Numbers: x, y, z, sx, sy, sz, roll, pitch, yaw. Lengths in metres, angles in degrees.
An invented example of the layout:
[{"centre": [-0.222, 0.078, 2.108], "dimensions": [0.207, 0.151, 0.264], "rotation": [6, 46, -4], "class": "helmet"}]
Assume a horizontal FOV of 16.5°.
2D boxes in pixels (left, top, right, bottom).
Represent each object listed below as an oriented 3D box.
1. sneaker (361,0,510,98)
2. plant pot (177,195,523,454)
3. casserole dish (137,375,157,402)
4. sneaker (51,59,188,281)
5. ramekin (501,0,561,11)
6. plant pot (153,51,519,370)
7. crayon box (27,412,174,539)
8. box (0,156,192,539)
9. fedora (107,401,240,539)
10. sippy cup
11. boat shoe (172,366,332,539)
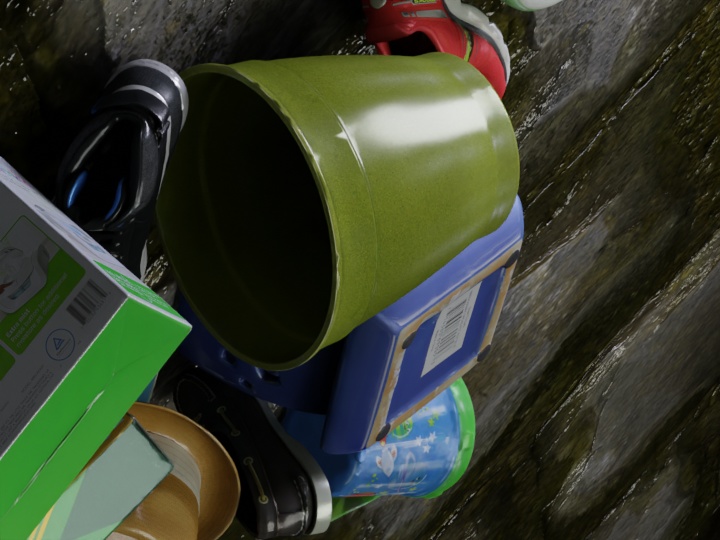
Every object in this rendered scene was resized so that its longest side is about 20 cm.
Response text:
[{"centre": [0.046, -0.151, 1.759], "dimensions": [0.200, 0.077, 0.085], "rotation": [40, 50, -56], "class": "sneaker"}, {"centre": [0.000, 0.000, 1.809], "dimensions": [0.200, 0.180, 0.201], "rotation": [-34, 153, -35], "class": "plant pot"}, {"centre": [-0.197, 0.109, 1.780], "dimensions": [0.121, 0.039, 0.201], "rotation": [-28, 149, -44], "class": "casserole dish"}, {"centre": [-0.168, -0.026, 1.530], "dimensions": [0.112, 0.073, 0.201], "rotation": [-66, 175, -67], "class": "sneaker"}, {"centre": [0.128, -0.279, 1.728], "dimensions": [0.200, 0.098, 0.200], "rotation": [-42, 157, -23], "class": "ramekin"}, {"centre": [-0.005, -0.058, 1.629], "dimensions": [0.192, 0.200, 0.201], "rotation": [-19, 144, -36], "class": "plant pot"}, {"centre": [-0.222, 0.156, 1.509], "dimensions": [0.200, 0.126, 0.052], "rotation": [-45, 123, -12], "class": "crayon box"}, {"centre": [-0.233, 0.049, 1.420], "dimensions": [0.200, 0.176, 0.097], "rotation": [-52, 156, 2], "class": "box"}, {"centre": [-0.179, 0.178, 1.731], "dimensions": [0.199, 0.082, 0.201], "rotation": [-7, 134, -7], "class": "fedora"}, {"centre": [0.008, 0.137, 2.129], "dimensions": [0.130, 0.139, 0.179], "rotation": [-8, 103, -47], "class": "sippy cup"}, {"centre": [-0.094, 0.131, 1.838], "dimensions": [0.060, 0.201, 0.072], "rotation": [-11, 123, -29], "class": "boat shoe"}]
